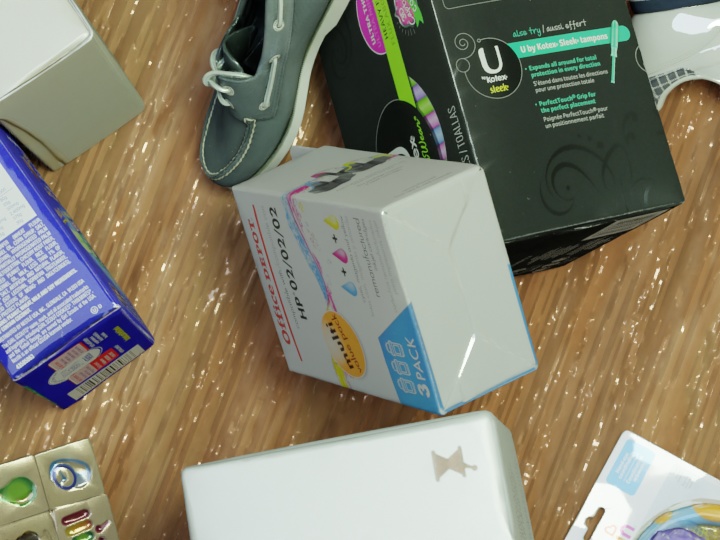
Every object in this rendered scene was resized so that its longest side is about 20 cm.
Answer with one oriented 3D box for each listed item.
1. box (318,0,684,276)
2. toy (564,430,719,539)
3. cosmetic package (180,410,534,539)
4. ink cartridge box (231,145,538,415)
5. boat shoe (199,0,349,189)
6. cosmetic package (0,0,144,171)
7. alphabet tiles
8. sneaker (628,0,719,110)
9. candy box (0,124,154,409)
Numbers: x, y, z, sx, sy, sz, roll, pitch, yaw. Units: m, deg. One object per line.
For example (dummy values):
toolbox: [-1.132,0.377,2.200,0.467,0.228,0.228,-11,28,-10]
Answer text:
box: [0.069,-0.103,1.284,0.124,0.149,0.200,-12,81,-26]
toy: [0.211,0.187,1.307,0.200,0.047,0.115,29,86,6]
cosmetic package: [0.012,0.174,1.244,0.166,0.200,0.168,-10,82,5]
ink cartridge box: [0.000,0.000,1.244,0.068,0.200,0.115,-25,108,-26]
boat shoe: [-0.062,-0.125,1.304,0.062,0.200,0.073,-4,49,-32]
cosmetic package: [-0.188,-0.130,1.296,0.073,0.200,0.104,-35,82,-1]
alphabet tiles: [-0.204,0.213,1.298,0.167,0.008,0.200,-16,95,-16]
sneaker: [0.254,-0.138,1.338,0.199,0.076,0.081,-5,94,8]
candy box: [-0.208,-0.028,1.301,0.077,0.169,0.200,-35,82,-4]
